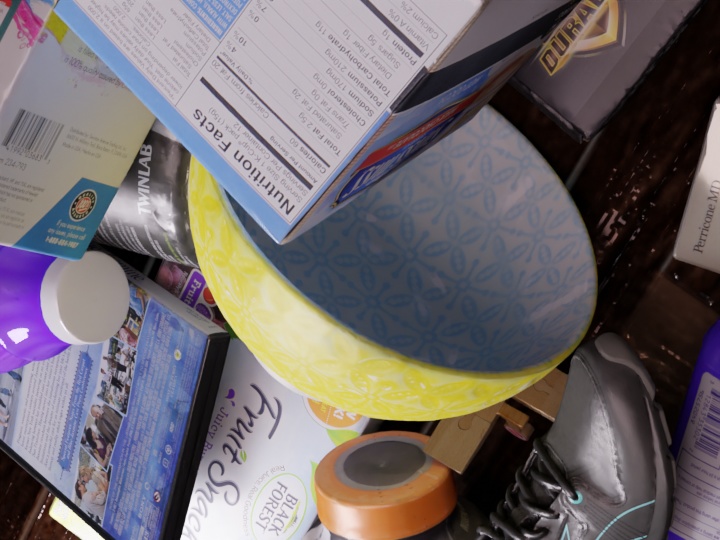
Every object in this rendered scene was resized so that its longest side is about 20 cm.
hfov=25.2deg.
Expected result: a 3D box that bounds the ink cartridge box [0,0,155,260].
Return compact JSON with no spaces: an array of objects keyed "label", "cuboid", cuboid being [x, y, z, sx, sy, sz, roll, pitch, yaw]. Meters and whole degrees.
[{"label":"ink cartridge box","cuboid":[-0.127,-0.112,0.698,0.067,0.116,0.201,30,94,20]}]

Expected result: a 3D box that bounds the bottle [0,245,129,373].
[{"label":"bottle","cuboid":[-0.203,0.013,0.872,0.199,0.065,0.084,-1,85,44]}]

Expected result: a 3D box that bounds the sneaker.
[{"label":"sneaker","cuboid":[0.096,0.124,0.747,0.078,0.076,0.202,-4,117,-12]}]

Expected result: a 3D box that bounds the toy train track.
[{"label":"toy train track","cuboid":[0.039,0.032,0.825,0.199,0.033,0.115,30,79,21]}]

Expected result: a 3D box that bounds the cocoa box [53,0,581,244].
[{"label":"cocoa box","cuboid":[0.003,-0.124,0.647,0.133,0.200,0.131,45,122,5]}]

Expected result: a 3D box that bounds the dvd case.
[{"label":"dvd case","cuboid":[-0.153,0.058,0.886,0.199,0.017,0.144,31,114,38]}]

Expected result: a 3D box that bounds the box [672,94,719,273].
[{"label":"box","cuboid":[0.245,-0.018,0.699,0.198,0.068,0.083,18,114,18]}]

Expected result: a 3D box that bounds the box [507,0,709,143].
[{"label":"box","cuboid":[0.090,-0.197,0.724,0.198,0.050,0.200,41,118,6]}]

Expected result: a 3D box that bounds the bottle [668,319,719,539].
[{"label":"bottle","cuboid":[0.181,0.118,0.767,0.083,0.065,0.202,20,115,19]}]

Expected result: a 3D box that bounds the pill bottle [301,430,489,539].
[{"label":"pill bottle","cuboid":[0.024,0.186,0.836,0.105,0.106,0.202,2,115,24]}]

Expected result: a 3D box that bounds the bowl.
[{"label":"bowl","cuboid":[0.000,0.000,0.756,0.200,0.200,0.108,41,130,7]}]

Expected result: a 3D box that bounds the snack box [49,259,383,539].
[{"label":"snack box","cuboid":[-0.075,0.095,0.894,0.142,0.053,0.201,33,118,11]}]

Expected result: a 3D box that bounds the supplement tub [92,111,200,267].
[{"label":"supplement tub","cuboid":[-0.145,-0.080,0.828,0.198,0.122,0.124,14,113,20]}]
